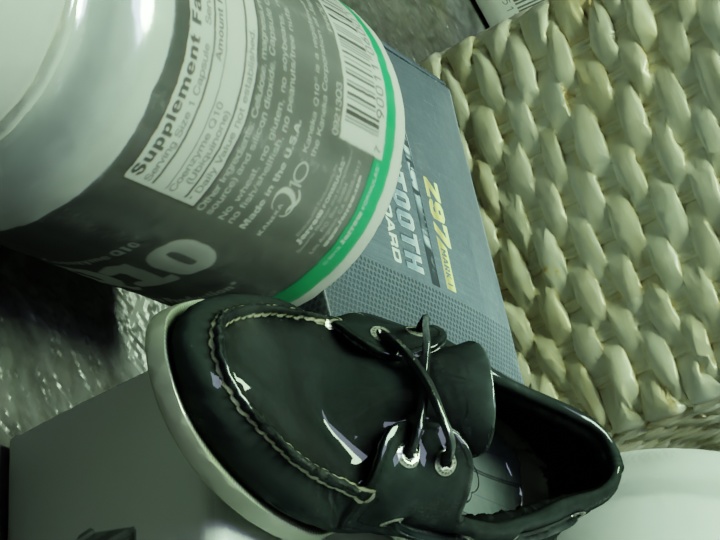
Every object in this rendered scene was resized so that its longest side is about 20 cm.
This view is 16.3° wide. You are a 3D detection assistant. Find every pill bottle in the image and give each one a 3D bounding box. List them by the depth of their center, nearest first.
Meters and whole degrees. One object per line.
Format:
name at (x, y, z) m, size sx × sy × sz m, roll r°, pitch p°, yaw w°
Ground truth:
pill bottle at (-0.081, -0.059, 0.747) m, size 0.200 × 0.113 × 0.114 m, roll 23°, pitch 49°, yaw -56°

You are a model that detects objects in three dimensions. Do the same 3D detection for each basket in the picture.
basket at (0.139, -0.023, 1.087) m, size 0.160 × 0.197 × 0.201 m, roll -1°, pitch 70°, yaw -59°

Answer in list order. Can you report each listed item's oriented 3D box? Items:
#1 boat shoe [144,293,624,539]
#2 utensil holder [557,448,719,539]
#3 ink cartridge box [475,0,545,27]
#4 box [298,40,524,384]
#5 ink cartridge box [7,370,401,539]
boat shoe at (0.016, 0.045, 0.730) m, size 0.199 × 0.066 × 0.075 m, roll 34°, pitch 39°, yaw -49°
utensil holder at (0.108, 0.192, 0.874) m, size 0.170 × 0.169 × 0.201 m, roll 51°, pitch 32°, yaw -30°
ink cartridge box at (0.118, -0.149, 1.325) m, size 0.162 × 0.050 × 0.200 m, roll 59°, pitch 28°, yaw -16°
box at (0.000, 0.000, 0.952) m, size 0.157 × 0.051 × 0.201 m, roll 27°, pitch 45°, yaw -56°
ink cartridge box at (-0.029, 0.145, 0.728) m, size 0.144 × 0.083 × 0.201 m, roll 40°, pitch 36°, yaw -44°
